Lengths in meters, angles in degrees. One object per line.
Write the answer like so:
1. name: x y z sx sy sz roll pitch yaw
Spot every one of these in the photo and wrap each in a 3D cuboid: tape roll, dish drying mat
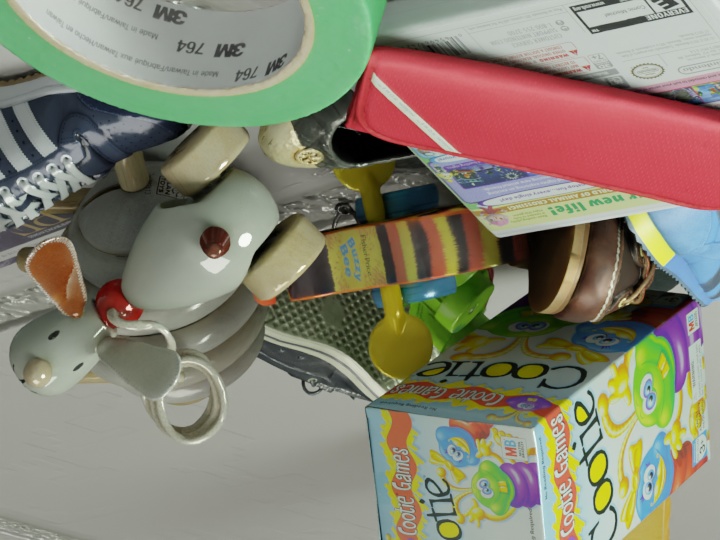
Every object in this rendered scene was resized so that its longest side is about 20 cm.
1. tape roll: -0.086 -0.139 1.210 0.200 0.048 0.201 13 151 7
2. dish drying mat: 0.095 -0.065 1.290 0.199 0.018 0.077 12 150 -4

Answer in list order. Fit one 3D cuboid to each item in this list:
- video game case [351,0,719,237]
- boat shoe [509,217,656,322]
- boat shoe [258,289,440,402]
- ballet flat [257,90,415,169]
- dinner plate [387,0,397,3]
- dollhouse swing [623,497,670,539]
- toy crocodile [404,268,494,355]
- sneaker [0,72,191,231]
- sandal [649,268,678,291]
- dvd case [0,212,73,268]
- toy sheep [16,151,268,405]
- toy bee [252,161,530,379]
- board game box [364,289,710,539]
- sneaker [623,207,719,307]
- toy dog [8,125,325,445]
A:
1. video game case: 0.106 -0.082 1.299 0.200 0.022 0.182 -10 145 32
2. boat shoe: 0.126 -0.010 1.478 0.070 0.071 0.200 20 -170 -5
3. boat shoe: -0.016 0.041 1.738 0.200 0.075 0.062 25 159 -32
4. ballet flat: 0.039 -0.073 1.408 0.199 0.057 0.066 -5 157 21
5. dinner plate: 0.096 -0.128 1.273 0.199 0.024 0.200 6 155 3
6. dollhouse swing: 0.137 0.218 1.999 0.175 0.201 0.182 2 160 8
7. toy crocodile: 0.054 0.007 1.642 0.067 0.062 0.200 44 168 14
8. sneaker: -0.184 -0.045 1.475 0.199 0.109 0.070 -3 159 21
9. sandal: 0.109 0.051 1.633 0.200 0.048 0.075 -32 160 17
10. dvd case: -0.268 -0.045 1.642 0.200 0.016 0.149 20 155 -37
11. toy sheep: -0.119 0.003 1.574 0.137 0.138 0.200 1 138 14
12. toy bee: 0.000 0.000 1.511 0.108 0.131 0.200 -14 162 -31
13. board game box: 0.101 0.089 1.495 0.103 0.105 0.200 6 -157 32
14. sneaker: 0.192 -0.033 1.479 0.078 0.066 0.200 -32 162 10
15. toy dog: -0.110 0.012 1.456 0.132 0.200 0.096 30 -156 1
